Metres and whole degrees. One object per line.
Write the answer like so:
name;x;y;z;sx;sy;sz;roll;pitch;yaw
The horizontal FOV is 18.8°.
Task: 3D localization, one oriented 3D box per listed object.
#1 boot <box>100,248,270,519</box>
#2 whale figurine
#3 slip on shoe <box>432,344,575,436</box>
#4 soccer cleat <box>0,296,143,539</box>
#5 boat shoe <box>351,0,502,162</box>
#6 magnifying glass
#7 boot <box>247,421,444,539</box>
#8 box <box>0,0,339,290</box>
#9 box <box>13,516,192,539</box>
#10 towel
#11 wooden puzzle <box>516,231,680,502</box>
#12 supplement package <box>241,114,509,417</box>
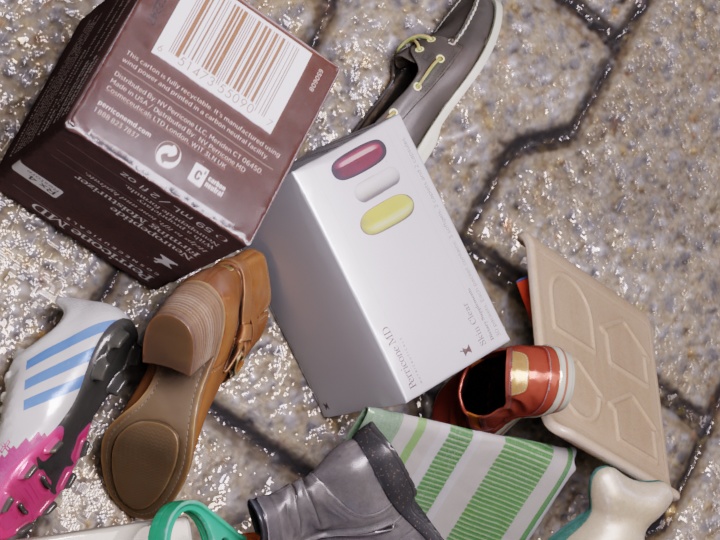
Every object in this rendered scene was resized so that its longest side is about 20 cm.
boot;-0.127;0.087;1.699;0.073;0.201;0.155;26;28;11
whale figurine;0.182;0.250;1.792;0.158;0.104;0.201;15;103;-23
slip on shoe;0.101;0.097;1.745;0.061;0.200;0.075;8;76;-22
soccer cleat;-0.245;0.110;1.649;0.201;0.086;0.070;-58;152;-17
boat shoe;0.053;-0.161;1.833;0.060;0.072;0.202;36;71;-21
magnifying glass;-0.102;0.215;1.662;0.200;0.022;0.080;10;72;-64
boot;-0.006;0.220;1.697;0.131;0.070;0.201;-33;120;-7
box;-0.150;-0.109;1.649;0.165;0.200;0.165;33;67;-17
box;-0.228;0.232;1.628;0.199;0.082;0.069;-5;84;-26
towel;0.062;0.181;1.758;0.199;0.153;0.023;13;35;-24
wooden puzzle;0.190;0.086;1.824;0.185;0.046;0.201;32;41;-43
supplement package;0.000;0.000;1.734;0.111;0.156;0.201;-30;96;-26
